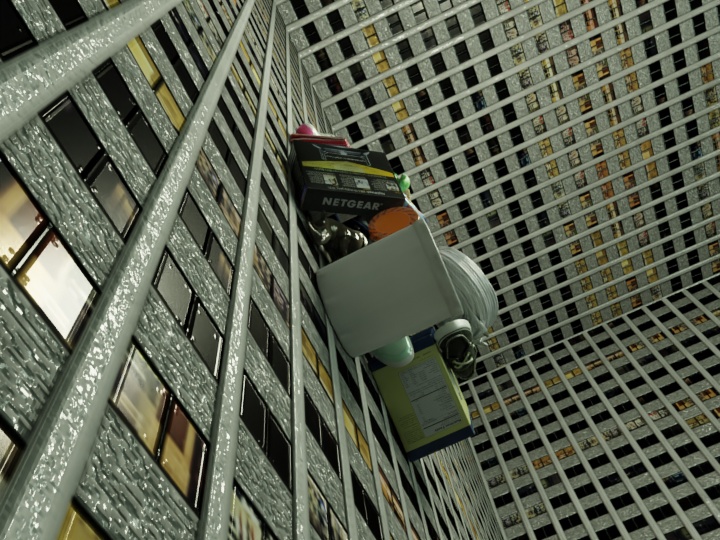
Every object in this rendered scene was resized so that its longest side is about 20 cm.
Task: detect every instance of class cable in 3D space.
[{"bbox_3d":[0.188,0.046,1.352,0.199,0.069,0.202,7,-57,60],"label":"cable"}]

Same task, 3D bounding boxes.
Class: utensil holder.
[{"bbox_3d":[0.046,0.031,1.102,0.170,0.198,0.172,-23,90,-84],"label":"utensil holder"}]

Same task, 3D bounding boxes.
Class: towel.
[{"bbox_3d":[-0.066,-0.239,1.529,0.200,0.143,0.023,59,46,-57],"label":"towel"}]

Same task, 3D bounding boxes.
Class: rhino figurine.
[{"bbox_3d":[-0.043,-0.053,1.239,0.199,0.059,0.089,28,47,-54],"label":"rhino figurine"}]

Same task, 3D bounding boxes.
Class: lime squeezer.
[{"bbox_3d":[0.060,-0.191,1.408,0.199,0.070,0.038,27,-72,58],"label":"lime squeezer"}]

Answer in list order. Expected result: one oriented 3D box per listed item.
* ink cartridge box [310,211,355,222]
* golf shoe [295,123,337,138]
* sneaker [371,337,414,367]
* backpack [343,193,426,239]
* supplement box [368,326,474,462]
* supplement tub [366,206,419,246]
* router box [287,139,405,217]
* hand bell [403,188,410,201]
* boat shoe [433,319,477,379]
[{"bbox_3d":[-0.059,-0.160,1.380,0.201,0.098,0.039,-104,168,-54],"label":"ink cartridge box"},{"bbox_3d":[-0.094,-0.299,1.583,0.075,0.092,0.200,33,-11,22],"label":"golf shoe"},{"bbox_3d":[0.022,0.082,1.217,0.201,0.073,0.119,52,-10,35],"label":"sneaker"},{"bbox_3d":[0.020,-0.113,1.459,0.182,0.135,0.199,40,-8,-34],"label":"backpack"},{"bbox_3d":[0.123,0.236,1.321,0.200,0.133,0.202,3,64,-83],"label":"supplement box"},{"bbox_3d":[0.081,-0.009,1.256,0.123,0.121,0.202,-106,-179,-54],"label":"supplement tub"},{"bbox_3d":[-0.029,-0.174,1.277,0.158,0.197,0.053,-108,-149,-44],"label":"router box"},{"bbox_3d":[0.011,-0.150,1.570,0.104,0.197,0.106,-175,-90,-84],"label":"hand bell"},{"bbox_3d":[0.189,0.152,1.261,0.200,0.070,0.064,57,9,-60],"label":"boat shoe"}]
